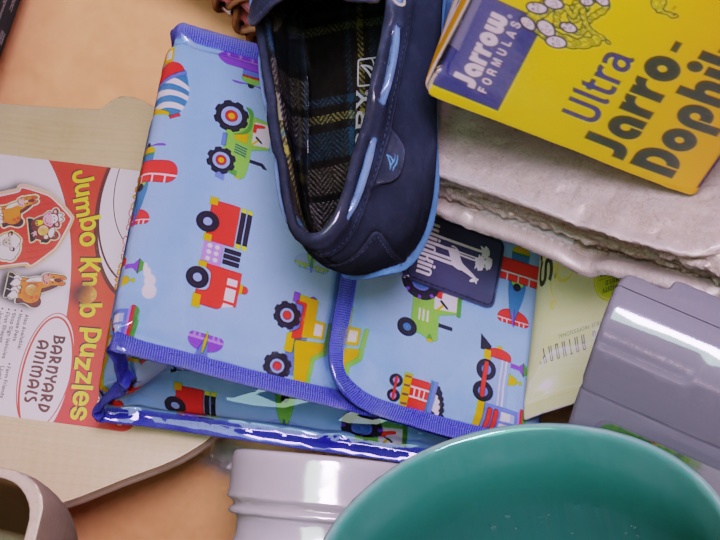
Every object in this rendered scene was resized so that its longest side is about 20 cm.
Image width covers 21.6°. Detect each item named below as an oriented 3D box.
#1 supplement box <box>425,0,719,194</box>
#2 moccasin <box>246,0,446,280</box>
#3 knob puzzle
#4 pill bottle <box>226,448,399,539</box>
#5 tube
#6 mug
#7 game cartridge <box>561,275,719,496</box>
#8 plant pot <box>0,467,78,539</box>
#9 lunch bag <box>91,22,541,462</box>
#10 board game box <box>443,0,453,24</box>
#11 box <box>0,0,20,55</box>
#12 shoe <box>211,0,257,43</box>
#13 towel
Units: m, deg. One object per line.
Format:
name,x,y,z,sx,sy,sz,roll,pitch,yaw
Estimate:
supplement box,0.110,-0.149,0.694,0.109,0.109,0.200,21,56,-3
moccasin,-0.004,-0.099,0.709,0.080,0.068,0.200,-14,78,24
knob puzzle,-0.119,0.015,0.854,0.220,0.030,0.220,-1,67,2
pill bottle,-0.023,0.178,0.780,0.109,0.109,0.200,4,82,10
tube,0.104,-0.038,0.787,0.052,0.058,0.200,6,64,5
mug,0.053,0.144,0.690,0.185,0.114,0.152,13,44,32
game cartridge,0.138,0.097,0.730,0.133,0.200,0.040,20,48,10
plant pot,-0.217,0.164,0.779,0.200,0.177,0.200,12,84,11
lunch bag,0.000,0.000,0.806,0.200,0.094,0.151,11,66,-8
board game box,0.033,-0.200,0.816,0.151,0.037,0.200,29,61,20
box,-0.233,-0.164,0.884,0.160,0.044,0.200,13,75,11
shoe,-0.042,-0.128,0.847,0.200,0.071,0.091,5,77,6
towel,0.093,-0.064,0.747,0.200,0.034,0.133,22,60,31
